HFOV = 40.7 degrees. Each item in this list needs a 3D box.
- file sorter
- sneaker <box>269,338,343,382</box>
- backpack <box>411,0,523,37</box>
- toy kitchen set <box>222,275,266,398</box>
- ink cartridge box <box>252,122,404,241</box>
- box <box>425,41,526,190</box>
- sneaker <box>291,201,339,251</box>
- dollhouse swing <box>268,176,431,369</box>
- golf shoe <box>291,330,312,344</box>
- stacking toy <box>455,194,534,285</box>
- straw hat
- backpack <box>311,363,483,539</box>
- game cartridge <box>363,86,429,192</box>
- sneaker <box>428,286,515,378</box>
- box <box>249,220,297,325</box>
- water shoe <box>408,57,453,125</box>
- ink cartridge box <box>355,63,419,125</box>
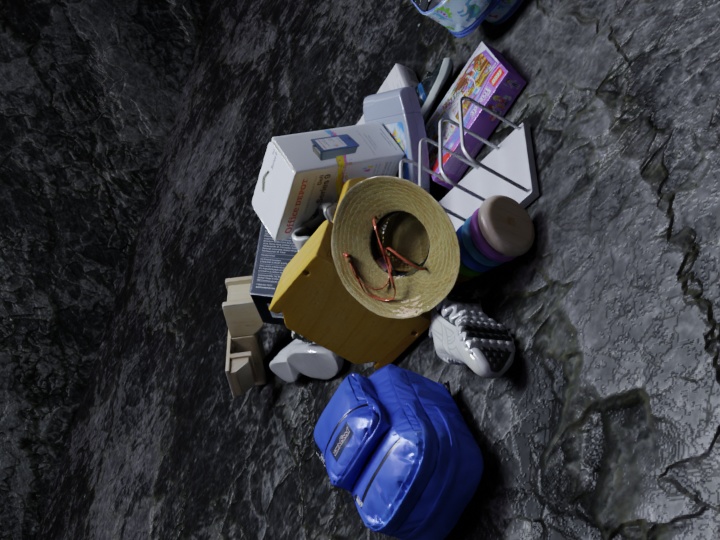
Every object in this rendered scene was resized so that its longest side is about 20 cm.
[{"bbox_3d":[0.131,-0.120,1.356,0.200,0.124,0.139,-44,31,40],"label":"file sorter"},{"bbox_3d":[-0.082,0.133,1.635,0.200,0.075,0.089,-14,35,57],"label":"sneaker"},{"bbox_3d":[0.184,-0.473,1.540,0.200,0.147,0.183,-50,29,23],"label":"backpack"},{"bbox_3d":[-0.149,0.133,1.758,0.163,0.180,0.200,-94,-3,-52],"label":"toy kitchen set"},{"bbox_3d":[-0.051,-0.138,1.493,0.088,0.200,0.145,56,142,32],"label":"ink cartridge box"},{"bbox_3d":[0.164,-0.240,1.498,0.200,0.039,0.137,-56,26,22],"label":"box"},{"bbox_3d":[-0.071,-0.027,1.478,0.200,0.099,0.078,-63,35,19],"label":"sneaker"},{"bbox_3d":[0.000,0.000,1.424,0.182,0.200,0.176,-47,23,34],"label":"dollhouse swing"},{"bbox_3d":[-0.027,0.044,1.537,0.200,0.078,0.097,-30,51,19],"label":"golf shoe"},{"bbox_3d":[0.138,-0.020,1.299,0.200,0.085,0.085,-38,36,48],"label":"stacking toy"},{"bbox_3d":[0.061,-0.041,1.283,0.201,0.201,0.085,-46,-8,38],"label":"straw hat"},{"bbox_3d":[0.042,0.229,1.172,0.163,0.168,0.200,-65,27,18],"label":"backpack"},{"bbox_3d":[0.058,-0.184,1.529,0.133,0.040,0.200,1,100,57],"label":"game cartridge"},{"bbox_3d":[0.136,0.091,1.232,0.200,0.075,0.081,-118,43,-64],"label":"sneaker"},{"bbox_3d":[-0.111,-0.022,1.645,0.148,0.107,0.200,81,-165,-69],"label":"box"},{"bbox_3d":[0.084,-0.277,1.610,0.200,0.079,0.072,-61,-8,-6],"label":"water shoe"},{"bbox_3d":[0.043,-0.255,1.759,0.200,0.050,0.161,-57,26,28],"label":"ink cartridge box"}]
